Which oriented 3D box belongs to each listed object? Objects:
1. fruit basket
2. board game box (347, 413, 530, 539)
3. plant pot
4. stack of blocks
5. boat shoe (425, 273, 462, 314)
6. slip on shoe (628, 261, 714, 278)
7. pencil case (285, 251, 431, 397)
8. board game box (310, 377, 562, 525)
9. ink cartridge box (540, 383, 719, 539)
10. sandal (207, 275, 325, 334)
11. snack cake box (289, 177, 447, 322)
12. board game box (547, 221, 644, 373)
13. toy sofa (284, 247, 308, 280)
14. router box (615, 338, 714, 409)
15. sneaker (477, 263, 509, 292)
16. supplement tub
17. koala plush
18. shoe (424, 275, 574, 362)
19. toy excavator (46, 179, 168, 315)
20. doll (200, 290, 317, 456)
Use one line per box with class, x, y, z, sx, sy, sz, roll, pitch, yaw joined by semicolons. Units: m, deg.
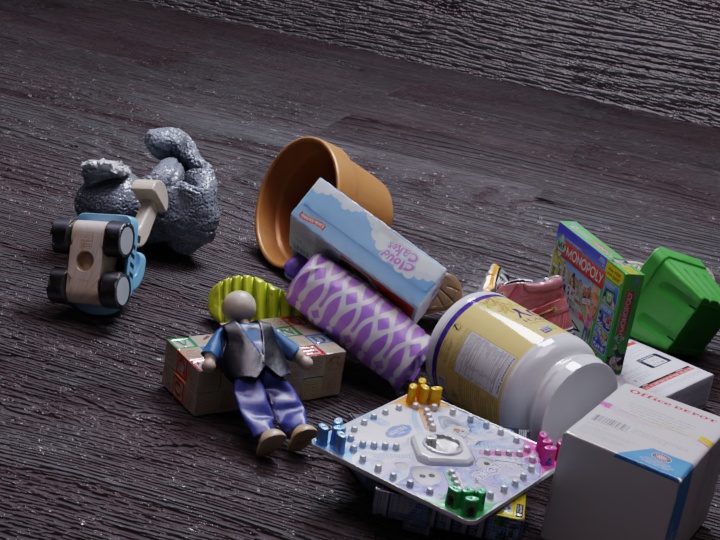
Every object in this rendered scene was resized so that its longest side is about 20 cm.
fruit basket;0.401;0.033;1.887;0.215;0.156;0.216;31;14;-8
board game box;0.072;0.215;1.386;0.198;0.062;0.200;10;20;6
plant pot;-0.046;-0.087;2.002;0.139;0.201;0.200;14;12;-40
stack of blocks;-0.133;0.110;1.584;0.199;0.059;0.115;-5;24;-34
boat shoe;0.040;0.041;1.859;0.199;0.072;0.065;1;-14;-9
slip on shoe;0.456;0.025;2.094;0.199;0.075;0.061;-2;-13;-12
pencil case;0.000;0.062;1.646;0.200;0.084;0.086;40;-9;9
board game box;0.085;0.178;1.364;0.199;0.026;0.200;21;23;31
ink cartridge box;0.295;0.214;1.391;0.128;0.126;0.200;20;22;28
sandal;-0.103;0.054;1.754;0.199;0.080;0.087;6;-13;7
snack cake box;0.006;-0.018;1.683;0.200;0.067;0.115;36;-18;7
board game box;0.300;0.031;1.738;0.029;0.135;0.200;2;20;-18
toy sofa;0.000;0.000;1.782;0.199;0.083;0.098;32;61;7
router box;0.329;0.143;1.716;0.179;0.049;0.199;25;25;37
sneaker;0.198;0.055;1.880;0.077;0.079;0.200;23;24;-1
supplement tub;0.188;0.123;1.564;0.145;0.146;0.200;-7;25;-38
koala plush;-0.324;-0.101;1.926;0.199;0.178;0.184;-2;32;-39
shoe;0.173;0.063;1.724;0.199;0.092;0.071;-10;3;5
toy excavator;-0.321;-0.036;1.761;0.099;0.196;0.200;3;-5;15
doll;-0.110;0.109;1.486;0.136;0.049;0.201;-4;54;-32
